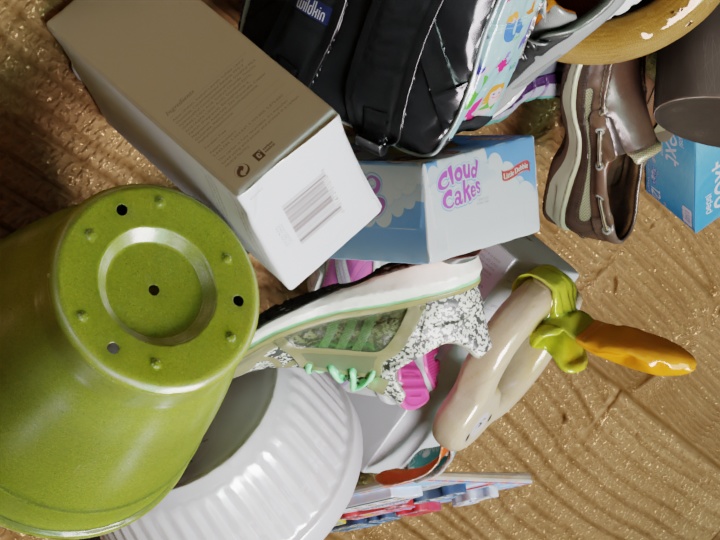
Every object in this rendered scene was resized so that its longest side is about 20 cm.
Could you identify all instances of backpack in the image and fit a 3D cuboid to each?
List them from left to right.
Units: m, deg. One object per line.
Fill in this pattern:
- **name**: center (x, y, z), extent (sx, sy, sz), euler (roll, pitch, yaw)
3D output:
- **backpack**: center (0.033, -0.194, 1.470), extent (0.151, 0.178, 0.200), euler (-38, 151, -51)

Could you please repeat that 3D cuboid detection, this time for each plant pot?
- **plant pot**: center (-0.154, 0.040, 1.421), extent (0.200, 0.200, 0.193), euler (-21, 170, -32)

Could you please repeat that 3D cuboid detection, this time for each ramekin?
- **ramekin**: center (-0.108, 0.115, 1.622), extent (0.200, 0.200, 0.105), euler (-40, 137, -9)

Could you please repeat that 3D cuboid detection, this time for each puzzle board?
- **puzzle board**: center (0.014, 0.185, 1.864), extent (0.200, 0.017, 0.151), euler (-18, 165, 36)

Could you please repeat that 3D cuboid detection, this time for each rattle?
- **rattle**: center (0.124, 0.108, 1.692), extent (0.200, 0.143, 0.130), euler (-56, 178, -4)

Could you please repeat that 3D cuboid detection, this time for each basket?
- **basket**: center (0.278, -0.197, 1.683), extent (0.180, 0.136, 0.200), euler (32, 64, -58)

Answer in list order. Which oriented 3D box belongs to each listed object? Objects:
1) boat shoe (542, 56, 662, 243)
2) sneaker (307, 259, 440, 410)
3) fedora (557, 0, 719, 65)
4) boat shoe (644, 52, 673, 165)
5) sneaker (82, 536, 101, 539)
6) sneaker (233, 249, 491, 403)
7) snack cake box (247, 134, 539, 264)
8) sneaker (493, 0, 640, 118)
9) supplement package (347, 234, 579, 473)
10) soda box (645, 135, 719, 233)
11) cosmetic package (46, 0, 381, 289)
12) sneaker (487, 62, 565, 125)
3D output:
- **boat shoe**: center (0.190, -0.107, 1.712), extent (0.075, 0.075, 0.202), euler (-36, 145, -37)
- **sneaker**: center (0.000, 0.000, 1.681), extent (0.081, 0.088, 0.200), euler (6, 82, -62)
- **fedora**: center (0.164, -0.239, 1.614), extent (0.201, 0.201, 0.082), euler (-62, -178, 21)
- **boat shoe**: center (0.199, -0.111, 1.833), extent (0.200, 0.068, 0.072), euler (-59, -173, 45)
- **sneaker**: center (-0.151, 0.215, 1.766), extent (0.076, 0.091, 0.200), euler (-51, 147, 3)
- **sneaker**: center (-0.004, 0.052, 1.529), extent (0.200, 0.089, 0.077), euler (-20, -175, 9)
- **snack cake box**: center (0.005, -0.050, 1.552), extent (0.115, 0.200, 0.067), euler (-14, 103, -47)
- **sneaker**: center (0.105, -0.161, 1.560), extent (0.200, 0.074, 0.079), euler (-39, 180, 19)
- **supplement package**: center (0.046, 0.043, 1.768), extent (0.200, 0.117, 0.117), euler (-55, 153, 12)
- **soda box**: center (0.274, -0.128, 1.895), extent (0.068, 0.064, 0.200), euler (-33, 144, -19)
- **cosmetic package**: center (-0.089, -0.093, 1.419), extent (0.081, 0.200, 0.113), euler (-41, 148, -10)
- **sneaker**: center (0.102, -0.163, 1.681), extent (0.200, 0.074, 0.088), euler (-22, 130, -49)
